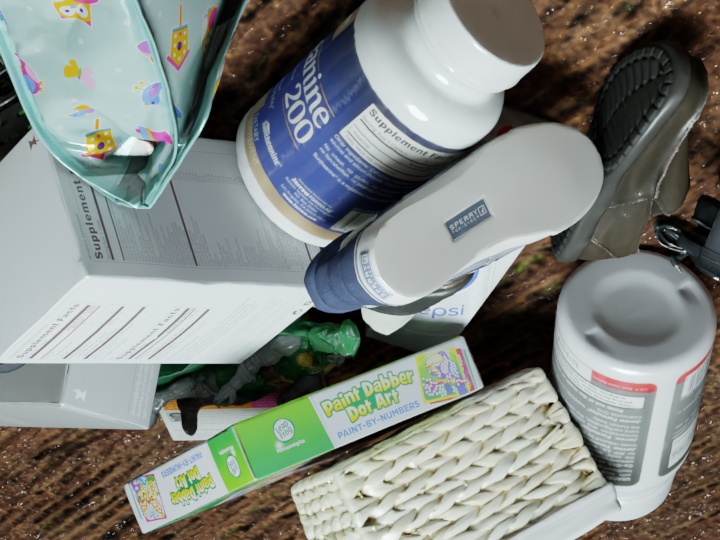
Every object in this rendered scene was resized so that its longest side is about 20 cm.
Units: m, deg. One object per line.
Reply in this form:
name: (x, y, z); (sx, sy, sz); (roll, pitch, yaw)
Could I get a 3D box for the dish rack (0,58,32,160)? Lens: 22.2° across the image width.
dish rack: (-0.254, -0.134, 1.150); (0.153, 0.055, 0.201); (-24, 104, 31)

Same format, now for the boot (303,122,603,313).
boot: (0.057, -0.034, 1.146); (0.090, 0.199, 0.073); (-15, 98, 56)

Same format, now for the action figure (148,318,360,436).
action figure: (-0.074, 0.073, 1.310); (0.199, 0.055, 0.118); (-24, 156, 40)

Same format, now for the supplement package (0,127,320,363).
supplement package: (-0.137, -0.014, 1.168); (0.199, 0.115, 0.109); (4, 148, -44)

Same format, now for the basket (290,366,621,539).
basket: (0.063, 0.167, 1.326); (0.199, 0.124, 0.135); (-24, 176, -22)

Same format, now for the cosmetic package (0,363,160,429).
cosmetic package: (-0.232, 0.056, 1.321); (0.199, 0.108, 0.090); (0, 165, 43)

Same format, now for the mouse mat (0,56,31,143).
mouse mat: (-0.239, -0.136, 1.233); (0.198, 0.008, 0.162); (-4, 139, 11)

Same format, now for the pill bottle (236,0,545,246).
pill bottle: (0.019, -0.108, 1.147); (0.110, 0.112, 0.200); (30, 135, -25)

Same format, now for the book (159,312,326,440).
book: (-0.097, 0.077, 1.412); (0.132, 0.048, 0.201); (0, 149, 6)

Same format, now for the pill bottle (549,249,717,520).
pill bottle: (0.194, 0.090, 1.352); (0.113, 0.115, 0.201); (4, 140, 4)

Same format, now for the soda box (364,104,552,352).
soda box: (0.069, -0.025, 1.272); (0.063, 0.069, 0.200); (18, 139, -13)

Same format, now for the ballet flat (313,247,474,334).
ballet flat: (0.000, 0.000, 1.242); (0.199, 0.068, 0.069); (17, 137, 38)

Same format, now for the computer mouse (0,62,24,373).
computer mouse: (-0.247, -0.031, 1.244); (0.137, 0.202, 0.053); (-16, 175, 26)

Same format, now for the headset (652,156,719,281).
headset: (0.242, -0.048, 1.195); (0.093, 0.124, 0.200); (27, 161, 14)

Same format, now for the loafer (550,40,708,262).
loafer: (0.186, -0.076, 1.202); (0.071, 0.074, 0.200); (7, 147, -13)

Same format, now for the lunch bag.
lunch bag: (-0.128, -0.157, 1.064); (0.121, 0.171, 0.201); (2, 141, 18)

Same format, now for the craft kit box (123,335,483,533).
craft kit box: (-0.043, 0.118, 1.305); (0.199, 0.049, 0.197); (-19, 170, -33)
